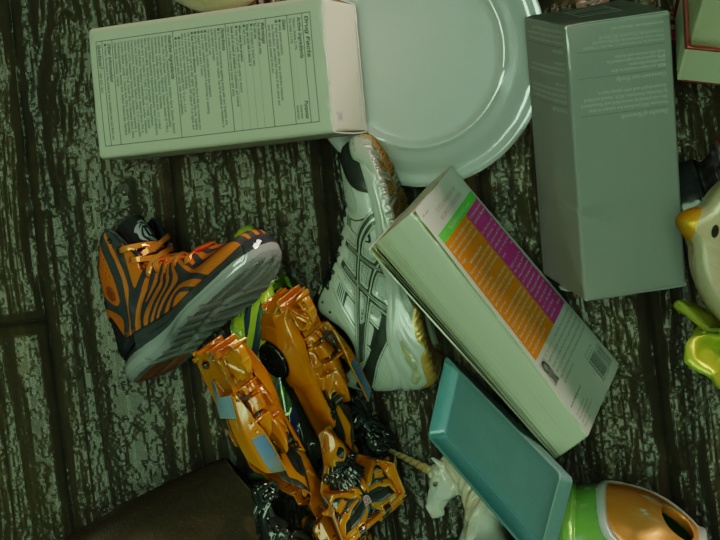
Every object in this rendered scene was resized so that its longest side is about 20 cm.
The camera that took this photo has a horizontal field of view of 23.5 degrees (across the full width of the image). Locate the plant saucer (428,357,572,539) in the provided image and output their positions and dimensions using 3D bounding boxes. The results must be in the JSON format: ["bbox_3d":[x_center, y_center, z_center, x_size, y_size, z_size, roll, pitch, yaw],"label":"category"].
[{"bbox_3d":[0.100,0.135,1.264,0.019,0.200,0.071,4,109,-24],"label":"plant saucer"}]

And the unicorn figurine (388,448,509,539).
[{"bbox_3d":[0.090,0.221,1.299,0.073,0.200,0.139,-9,105,-17],"label":"unicorn figurine"}]

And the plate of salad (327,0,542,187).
[{"bbox_3d":[0.049,-0.165,1.329,0.198,0.048,0.202,2,95,21],"label":"plate of salad"}]

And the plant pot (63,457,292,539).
[{"bbox_3d":[-0.146,0.244,1.319,0.200,0.187,0.187,-43,85,-6],"label":"plant pot"}]

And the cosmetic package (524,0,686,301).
[{"bbox_3d":[0.176,-0.087,1.255,0.089,0.107,0.202,-11,105,-9],"label":"cosmetic package"}]

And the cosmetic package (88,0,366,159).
[{"bbox_3d":[-0.102,-0.144,1.323,0.198,0.073,0.105,-4,92,20],"label":"cosmetic package"}]

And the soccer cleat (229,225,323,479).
[{"bbox_3d":[-0.080,0.067,1.348,0.083,0.065,0.202,-14,89,14],"label":"soccer cleat"}]

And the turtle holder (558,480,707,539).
[{"bbox_3d":[0.189,0.247,1.269,0.130,0.141,0.188,-1,90,8],"label":"turtle holder"}]

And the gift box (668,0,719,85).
[{"bbox_3d":[0.316,-0.235,1.203,0.183,0.188,0.201,10,49,4],"label":"gift box"}]

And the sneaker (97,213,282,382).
[{"bbox_3d":[-0.144,-0.003,1.316,0.200,0.077,0.113,-38,73,40],"label":"sneaker"}]

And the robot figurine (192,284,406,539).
[{"bbox_3d":[-0.037,0.122,1.277,0.058,0.145,0.201,-12,111,52],"label":"robot figurine"}]

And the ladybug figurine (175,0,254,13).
[{"bbox_3d":[-0.117,-0.296,1.340,0.134,0.072,0.202,-8,90,9],"label":"ladybug figurine"}]

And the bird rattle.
[{"bbox_3d":[0.302,-0.001,1.180,0.199,0.113,0.164,-27,103,11],"label":"bird rattle"}]

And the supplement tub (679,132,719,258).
[{"bbox_3d":[0.326,-0.066,1.257,0.198,0.107,0.108,-14,89,10],"label":"supplement tub"}]

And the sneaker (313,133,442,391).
[{"bbox_3d":[0.000,0.000,1.317,0.087,0.076,0.202,-10,100,15],"label":"sneaker"}]

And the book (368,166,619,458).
[{"bbox_3d":[0.106,0.024,1.266,0.048,0.134,0.200,-39,94,28],"label":"book"}]
